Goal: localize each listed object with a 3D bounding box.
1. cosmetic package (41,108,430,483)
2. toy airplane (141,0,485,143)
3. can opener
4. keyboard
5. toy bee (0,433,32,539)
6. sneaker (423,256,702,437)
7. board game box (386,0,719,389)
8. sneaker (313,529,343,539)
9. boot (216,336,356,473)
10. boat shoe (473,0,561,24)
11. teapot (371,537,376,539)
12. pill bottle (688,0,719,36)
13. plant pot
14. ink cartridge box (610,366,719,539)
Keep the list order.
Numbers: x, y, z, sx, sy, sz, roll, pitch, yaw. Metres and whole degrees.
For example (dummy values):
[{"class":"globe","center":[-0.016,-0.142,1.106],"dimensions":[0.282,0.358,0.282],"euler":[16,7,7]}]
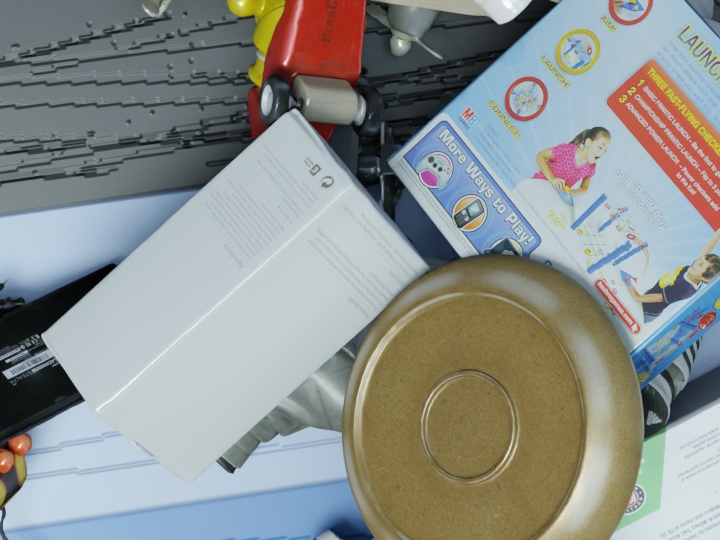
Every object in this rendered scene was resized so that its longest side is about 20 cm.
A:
[{"class":"cosmetic package","center":[-0.072,0.018,1.438],"dimensions":[0.200,0.081,0.113],"euler":[-40,141,2]},{"class":"toy airplane","center":[-0.033,-0.183,1.490],"dimensions":[0.199,0.141,0.200],"euler":[-41,111,-12]},{"class":"can opener","center":[0.000,0.000,1.516],"dimensions":[0.067,0.053,0.200],"euler":[0,65,7]},{"class":"keyboard","center":[-0.211,0.058,1.501],"dimensions":[0.200,0.040,0.104],"euler":[-27,61,-32]},{"class":"toy bee","center":[-0.246,0.112,1.508],"dimensions":[0.200,0.109,0.131],"euler":[26,47,-15]},{"class":"sneaker","center":[0.123,0.025,1.567],"dimensions":[0.200,0.076,0.115],"euler":[25,48,15]},{"class":"board game box","center":[0.149,-0.053,1.422],"dimensions":[0.196,0.056,0.200],"euler":[-42,63,11]},{"class":"sneaker","center":[0.006,0.265,1.559],"dimensions":[0.079,0.078,0.200],"euler":[-31,98,-8]},{"class":"boot","center":[-0.037,0.089,1.556],"dimensions":[0.131,0.068,0.200],"euler":[-36,89,3]},{"class":"boat shoe","center":[0.117,-0.192,1.487],"dimensions":[0.071,0.200,0.070],"euler":[-37,89,31]},{"class":"teapot","center":[0.100,0.213,1.486],"dimensions":[0.146,0.200,0.198],"euler":[-35,58,26]},{"class":"pill bottle","center":[0.187,-0.088,1.513],"dimensions":[0.112,0.112,0.200],"euler":[-4,70,-5]},{"class":"plant pot","center":[0.066,0.089,1.394],"dimensions":[0.200,0.027,0.200],"euler":[-3,84,34]},{"class":"ink cartridge box","center":[0.227,0.182,1.572],"dimensions":[0.145,0.084,0.200],"euler":[-27,96,-3]}]
